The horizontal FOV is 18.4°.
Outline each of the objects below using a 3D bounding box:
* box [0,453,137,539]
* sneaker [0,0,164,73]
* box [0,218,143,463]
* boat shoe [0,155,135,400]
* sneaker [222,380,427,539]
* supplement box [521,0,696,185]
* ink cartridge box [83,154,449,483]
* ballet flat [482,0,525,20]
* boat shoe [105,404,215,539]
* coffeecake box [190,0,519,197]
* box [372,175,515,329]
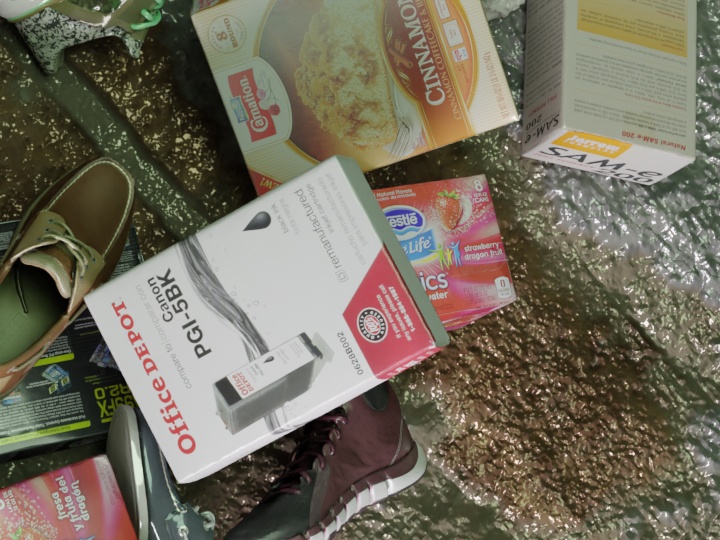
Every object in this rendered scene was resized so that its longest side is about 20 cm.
[{"bbox_3d":[-0.190,0.235,1.476,0.095,0.100,0.201,-18,84,-28],"label":"box"},{"bbox_3d":[-0.164,-0.201,1.602,0.077,0.199,0.089,-74,142,-66],"label":"sneaker"},{"bbox_3d":[-0.238,0.048,1.541,0.199,0.044,0.161,-11,81,-27],"label":"box"},{"bbox_3d":[-0.209,0.006,1.498,0.075,0.074,0.201,36,63,-11],"label":"boat shoe"},{"bbox_3d":[-0.040,0.125,1.572,0.200,0.075,0.116,-28,105,-48],"label":"sneaker"},{"bbox_3d":[0.201,-0.183,1.799,0.125,0.073,0.201,12,70,-23],"label":"supplement box"},{"bbox_3d":[-0.062,0.033,1.492,0.199,0.083,0.147,-29,86,8],"label":"ink cartridge box"},{"bbox_3d":[0.076,-0.220,1.726,0.200,0.071,0.072,0,70,-68],"label":"ballet flat"},{"bbox_3d":[-0.130,0.186,1.524,0.061,0.073,0.201,-11,95,-22],"label":"boat shoe"},{"bbox_3d":[-0.004,-0.155,1.612,0.199,0.073,0.154,-19,110,5],"label":"coffeecake box"},{"bbox_3d":[0.000,0.000,1.629,0.199,0.095,0.100,-10,81,-27],"label":"box"}]
